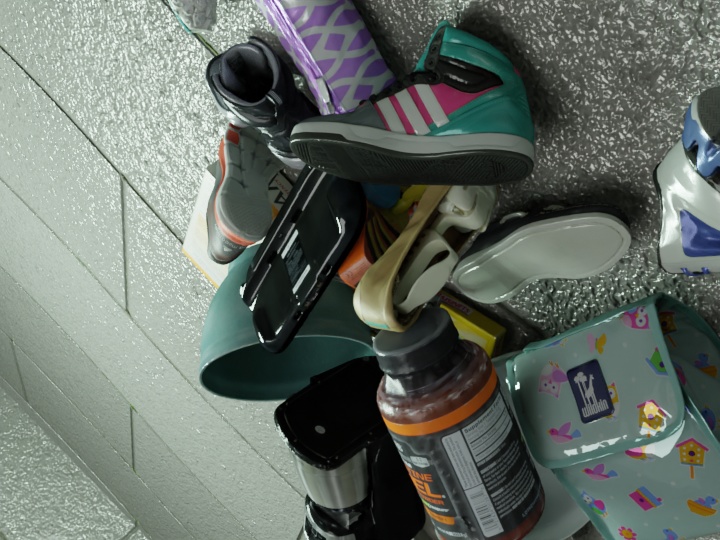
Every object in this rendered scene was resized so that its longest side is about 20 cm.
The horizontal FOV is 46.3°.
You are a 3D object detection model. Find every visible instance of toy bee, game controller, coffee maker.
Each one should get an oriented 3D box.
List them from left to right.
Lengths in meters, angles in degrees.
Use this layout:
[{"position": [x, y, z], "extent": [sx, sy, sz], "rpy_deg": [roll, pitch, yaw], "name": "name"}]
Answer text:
[{"position": [-0.055, -0.016, 0.775], "extent": [0.201, 0.042, 0.105], "rpy_deg": [-56, 49, 35], "name": "game controller"}, {"position": [0.016, 0.207, 0.913], "extent": [0.136, 0.189, 0.202], "rpy_deg": [-112, 10, -49], "name": "coffee maker"}, {"position": [0.026, -0.066, 0.800], "extent": [0.108, 0.204, 0.130], "rpy_deg": [24, 156, -36], "name": "toy bee"}]

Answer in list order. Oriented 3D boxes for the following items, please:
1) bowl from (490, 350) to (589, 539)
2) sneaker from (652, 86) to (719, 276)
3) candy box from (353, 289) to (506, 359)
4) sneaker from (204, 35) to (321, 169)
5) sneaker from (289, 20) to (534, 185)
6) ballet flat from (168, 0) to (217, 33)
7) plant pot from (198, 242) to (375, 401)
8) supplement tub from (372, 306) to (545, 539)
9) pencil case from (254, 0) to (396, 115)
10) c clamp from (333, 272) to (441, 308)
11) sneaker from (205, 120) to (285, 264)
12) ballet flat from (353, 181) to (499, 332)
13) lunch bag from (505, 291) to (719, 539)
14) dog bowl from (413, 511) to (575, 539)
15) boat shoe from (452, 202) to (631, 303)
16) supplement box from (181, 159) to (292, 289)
[{"position": [0.154, 0.169, 0.850], "extent": [0.203, 0.200, 0.090], "rpy_deg": [57, 176, -14], "name": "bowl"}, {"position": [0.279, -0.022, 0.588], "extent": [0.200, 0.080, 0.115], "rpy_deg": [50, 151, 11], "name": "sneaker"}, {"position": [0.066, 0.059, 0.932], "extent": [0.199, 0.026, 0.104], "rpy_deg": [32, 130, 30], "name": "candy box"}, {"position": [-0.108, -0.185, 0.816], "extent": [0.200, 0.076, 0.114], "rpy_deg": [43, 176, 36], "name": "sneaker"}, {"position": [0.045, -0.140, 0.683], "extent": [0.196, 0.123, 0.084], "rpy_deg": [4, 160, 11], "name": "sneaker"}, {"position": [-0.178, -0.330, 0.816], "extent": [0.071, 0.072, 0.202], "rpy_deg": [7, 129, 45], "name": "ballet flat"}, {"position": [-0.087, 0.050, 0.947], "extent": [0.201, 0.197, 0.136], "rpy_deg": [125, 141, -56], "name": "plant pot"}, {"position": [0.080, 0.134, 0.723], "extent": [0.106, 0.107, 0.202], "rpy_deg": [-2, 118, 50], "name": "supplement tub"}, {"position": [-0.048, -0.222, 0.751], "extent": [0.083, 0.085, 0.202], "rpy_deg": [-20, 107, 53], "name": "pencil case"}, {"position": [0.000, 0.000, 0.849], "extent": [0.197, 0.170, 0.028], "rpy_deg": [18, 112, 23], "name": "c clamp"}, {"position": [-0.132, -0.088, 0.885], "extent": [0.076, 0.202, 0.082], "rpy_deg": [30, 129, -19], "name": "sneaker"}, {"position": [0.073, -0.030, 0.707], "extent": [0.068, 0.201, 0.063], "rpy_deg": [40, 172, -35], "name": "ballet flat"}, {"position": [0.239, 0.127, 0.722], "extent": [0.201, 0.122, 0.170], "rpy_deg": [50, 135, -8], "name": "lunch bag"}, {"position": [0.161, 0.301, 1.000], "extent": [0.196, 0.059, 0.202], "rpy_deg": [10, 135, 10], "name": "dog bowl"}, {"position": [0.157, -0.025, 0.734], "extent": [0.073, 0.061, 0.199], "rpy_deg": [34, 151, -14], "name": "boat shoe"}, {"position": [-0.143, -0.048, 1.046], "extent": [0.126, 0.073, 0.200], "rpy_deg": [45, 147, 6], "name": "supplement box"}]
